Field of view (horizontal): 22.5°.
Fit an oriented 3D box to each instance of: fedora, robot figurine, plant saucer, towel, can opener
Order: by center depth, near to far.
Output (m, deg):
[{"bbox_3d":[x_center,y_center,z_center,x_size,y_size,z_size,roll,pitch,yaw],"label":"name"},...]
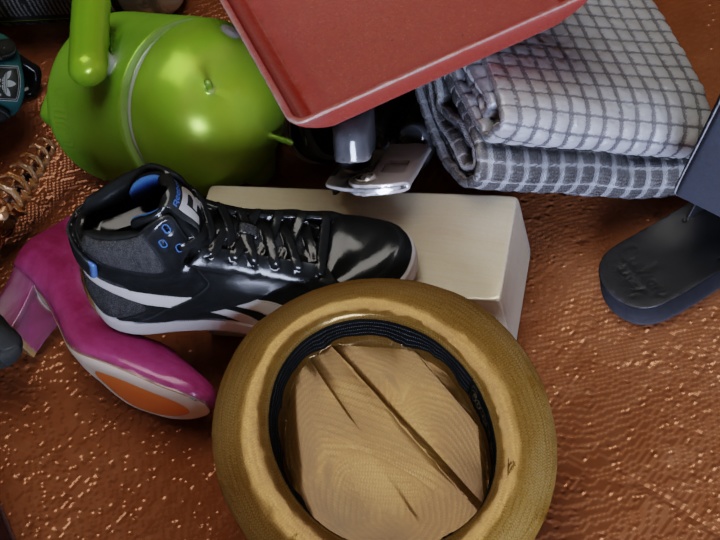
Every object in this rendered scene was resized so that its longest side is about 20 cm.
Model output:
[{"bbox_3d":[0.014,0.103,1.017,0.199,0.082,0.202,-1,65,2],"label":"fedora"},{"bbox_3d":[0.017,-0.177,1.108,0.199,0.037,0.200,-25,48,-6],"label":"plant saucer"},{"bbox_3d":[0.022,-0.098,1.153,0.053,0.067,0.200,0,24,14],"label":"can opener"},{"bbox_3d":[0.114,-0.130,1.161,0.165,0.086,0.201,1,45,-24],"label":"towel"},{"bbox_3d":[-0.129,-0.111,1.197,0.200,0.175,0.116,13,76,50],"label":"robot figurine"}]

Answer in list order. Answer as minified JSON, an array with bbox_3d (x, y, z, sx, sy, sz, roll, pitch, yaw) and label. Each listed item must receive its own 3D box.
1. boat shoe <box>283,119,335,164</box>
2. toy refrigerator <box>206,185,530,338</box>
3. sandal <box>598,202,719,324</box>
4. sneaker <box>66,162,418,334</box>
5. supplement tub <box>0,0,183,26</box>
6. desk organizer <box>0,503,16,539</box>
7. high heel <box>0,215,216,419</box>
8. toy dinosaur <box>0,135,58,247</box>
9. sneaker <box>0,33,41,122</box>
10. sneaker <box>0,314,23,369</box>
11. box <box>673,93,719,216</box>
[{"bbox_3d":[-0.013,-0.168,1.199,0.068,0.201,0.057,2,10,-15],"label":"boat shoe"},{"bbox_3d":[0.000,0.000,1.127,0.199,0.070,0.076,2,58,16],"label":"toy refrigerator"},{"bbox_3d":[0.235,-0.037,1.116,0.200,0.043,0.076,-36,52,-17],"label":"sandal"},{"bbox_3d":[-0.072,-0.015,1.043,0.199,0.112,0.073,-7,56,8],"label":"sneaker"},{"bbox_3d":[-0.235,-0.245,1.352,0.199,0.123,0.123,-1,50,12],"label":"supplement tub"},{"bbox_3d":[-0.254,0.136,1.065,0.071,0.077,0.200,-26,49,-9],"label":"desk organizer"},{"bbox_3d":[-0.148,0.027,1.141,0.199,0.067,0.096,17,66,41],"label":"high heel"},{"bbox_3d":[-0.293,-0.022,1.219,0.200,0.102,0.136,-29,63,-35],"label":"toy dinosaur"},{"bbox_3d":[-0.275,-0.138,1.251,0.079,0.072,0.200,11,11,4],"label":"sneaker"},{"bbox_3d":[-0.280,-0.019,1.134,0.200,0.076,0.091,40,75,8],"label":"sneaker"},{"bbox_3d":[0.319,-0.101,1.065,0.199,0.123,0.199,27,58,8],"label":"box"}]
